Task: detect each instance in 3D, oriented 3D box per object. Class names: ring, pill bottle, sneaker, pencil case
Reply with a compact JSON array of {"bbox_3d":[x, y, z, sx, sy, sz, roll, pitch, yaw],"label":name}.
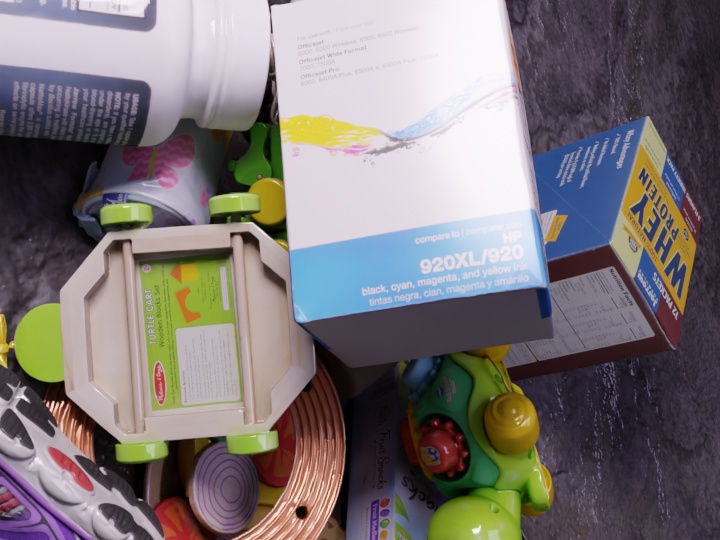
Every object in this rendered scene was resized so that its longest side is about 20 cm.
[{"bbox_3d":[-0.106,0.111,0.664,0.198,0.019,0.203,5,70,-13],"label":"ring"},{"bbox_3d":[-0.161,-0.137,0.617,0.197,0.120,0.121,3,72,-21],"label":"pill bottle"},{"bbox_3d":[-0.200,0.121,0.573,0.200,0.083,0.081,48,1,-10],"label":"sneaker"},{"bbox_3d":[-0.134,-0.105,0.729,0.083,0.090,0.202,60,35,-53],"label":"pencil case"}]

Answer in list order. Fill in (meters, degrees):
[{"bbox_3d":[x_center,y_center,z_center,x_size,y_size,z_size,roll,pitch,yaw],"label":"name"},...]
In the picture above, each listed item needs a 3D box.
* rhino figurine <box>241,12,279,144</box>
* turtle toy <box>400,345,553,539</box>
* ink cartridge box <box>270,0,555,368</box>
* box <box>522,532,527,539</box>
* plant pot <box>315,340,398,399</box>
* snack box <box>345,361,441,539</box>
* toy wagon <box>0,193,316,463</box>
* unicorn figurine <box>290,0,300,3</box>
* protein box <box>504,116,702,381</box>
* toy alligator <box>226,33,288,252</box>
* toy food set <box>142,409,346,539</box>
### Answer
[{"bbox_3d":[-0.052,-0.154,0.798,0.201,0.059,0.088,-79,-179,-58],"label":"rhino figurine"},{"bbox_3d":[0.085,0.135,0.765,0.146,0.100,0.202,68,8,-50],"label":"turtle toy"},{"bbox_3d":[0.036,-0.059,0.642,0.147,0.143,0.203,49,34,-71],"label":"ink cartridge box"},{"bbox_3d":[0.125,0.349,0.916,0.199,0.049,0.201,55,42,-22],"label":"box"},{"bbox_3d":[0.000,0.000,0.797,0.201,0.199,0.175,51,61,-26],"label":"plant pot"},{"bbox_3d":[0.050,0.190,0.833,0.142,0.053,0.201,47,27,-28],"label":"snack box"},{"bbox_3d":[-0.128,0.037,0.633,0.040,0.197,0.158,82,4,-87],"label":"toy wagon"},{"bbox_3d":[-0.034,-0.262,0.913,0.136,0.073,0.203,6,78,-39],"label":"unicorn figurine"},{"bbox_3d":[0.211,-0.018,1.032,0.135,0.198,0.199,52,43,-25],"label":"protein box"},{"bbox_3d":[-0.066,-0.053,0.687,0.059,0.053,0.203,-27,110,-77],"label":"toy alligator"},{"bbox_3d":[-0.075,0.166,0.732,0.197,0.048,0.203,19,63,-46],"label":"toy food set"}]
